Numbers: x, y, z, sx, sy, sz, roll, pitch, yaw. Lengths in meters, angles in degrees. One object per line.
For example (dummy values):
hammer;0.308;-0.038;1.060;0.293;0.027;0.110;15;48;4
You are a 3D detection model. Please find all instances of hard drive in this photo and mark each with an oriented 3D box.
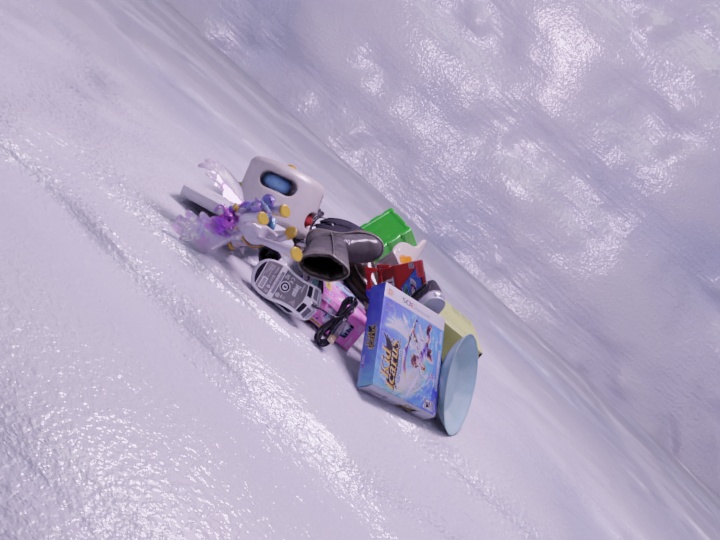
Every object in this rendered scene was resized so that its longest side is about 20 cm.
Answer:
hard drive;-0.248;-0.114;1.477;0.197;0.027;0.132;28;6;5

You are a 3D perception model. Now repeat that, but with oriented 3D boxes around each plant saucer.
plant saucer;0.188;0.224;1.487;0.038;0.206;0.200;10;-1;25

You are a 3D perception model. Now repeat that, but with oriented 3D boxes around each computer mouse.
computer mouse;-0.056;-0.091;1.812;0.196;0.053;0.139;24;43;8
computer mouse;-0.110;0.049;1.355;0.198;0.111;0.044;33;-13;-2

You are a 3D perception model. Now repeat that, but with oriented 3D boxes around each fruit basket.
fruit basket;0.052;-0.029;1.941;0.156;0.217;0.214;48;15;30

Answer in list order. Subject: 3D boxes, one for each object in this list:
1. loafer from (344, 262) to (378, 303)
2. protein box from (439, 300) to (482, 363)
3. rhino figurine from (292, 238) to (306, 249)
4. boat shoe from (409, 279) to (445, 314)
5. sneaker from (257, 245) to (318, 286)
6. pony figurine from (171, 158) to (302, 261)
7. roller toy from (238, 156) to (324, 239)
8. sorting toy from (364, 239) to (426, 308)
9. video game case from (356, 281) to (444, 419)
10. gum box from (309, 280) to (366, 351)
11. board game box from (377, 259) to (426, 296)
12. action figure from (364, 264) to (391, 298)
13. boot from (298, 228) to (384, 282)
loafer;0.000;0.000;1.557;0.200;0.072;0.073;48;13;28
protein box;0.155;0.144;1.701;0.197;0.136;0.200;38;13;-8
rhino figurine;-0.101;-0.018;1.652;0.198;0.060;0.088;26;18;-44
boat shoe;0.096;0.093;1.531;0.069;0.200;0.067;21;38;-30
sneaker;-0.155;-0.022;1.466;0.138;0.078;0.200;33;9;-18
pony figurine;-0.214;-0.087;1.315;0.197;0.169;0.193;2;-33;40
roller toy;-0.173;-0.164;1.627;0.198;0.143;0.181;25;-2;-43
sorting toy;0.081;-0.002;1.726;0.107;0.199;0.180;50;43;-5
video game case;0.081;0.152;1.394;0.180;0.045;0.204;30;57;-36
gum box;-0.052;0.069;1.487;0.113;0.066;0.201;39;12;-15
board game box;0.102;0.087;1.574;0.019;0.100;0.205;-22;101;-76
action figure;0.056;0.097;1.458;0.064;0.205;0.098;-12;16;-43
boot;-0.032;-0.031;1.430;0.177;0.075;0.200;3;10;-6
